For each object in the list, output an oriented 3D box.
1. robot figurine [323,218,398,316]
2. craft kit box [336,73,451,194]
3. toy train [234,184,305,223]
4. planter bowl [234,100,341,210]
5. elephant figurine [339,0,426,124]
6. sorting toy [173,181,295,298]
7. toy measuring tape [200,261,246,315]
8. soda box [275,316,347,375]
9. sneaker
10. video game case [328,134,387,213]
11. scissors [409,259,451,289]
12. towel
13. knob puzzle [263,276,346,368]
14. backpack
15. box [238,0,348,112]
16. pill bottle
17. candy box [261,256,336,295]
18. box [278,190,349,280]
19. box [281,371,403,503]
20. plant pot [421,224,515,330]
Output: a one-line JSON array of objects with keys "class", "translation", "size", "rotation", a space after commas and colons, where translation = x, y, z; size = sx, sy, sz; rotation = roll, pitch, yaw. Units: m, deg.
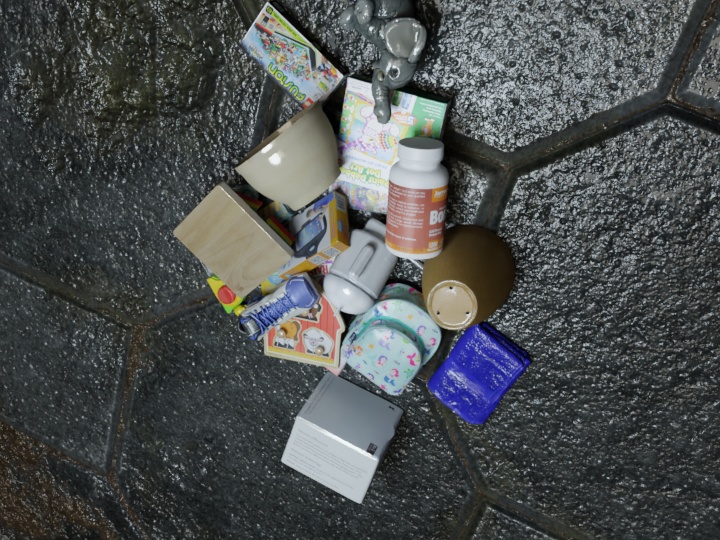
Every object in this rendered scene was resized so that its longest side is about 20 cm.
[{"class": "robot figurine", "translation": [0.000, 0.000, 1.563], "size": [0.112, 0.170, 0.202], "rotation": [28, 80, 9]}, {"class": "craft kit box", "translation": [0.054, -0.248, 1.492], "size": [0.196, 0.049, 0.201], "rotation": [17, 119, 13]}, {"class": "toy train", "translation": [-0.199, -0.137, 1.627], "size": [0.198, 0.085, 0.115], "rotation": [-26, 105, 30]}, {"class": "planter bowl", "translation": [-0.118, -0.201, 1.479], "size": [0.198, 0.201, 0.135], "rotation": [-31, 107, 28]}, {"class": "elephant figurine", "translation": [0.063, -0.394, 1.399], "size": [0.154, 0.141, 0.202], "rotation": [-32, 91, 43]}, {"class": "sorting toy", "translation": [-0.247, -0.071, 1.591], "size": [0.199, 0.070, 0.199], "rotation": [45, 134, -12]}, {"class": "toy measuring tape", "translation": [-0.301, 0.009, 1.732], "size": [0.073, 0.074, 0.203], "rotation": [-22, 103, 26]}, {"class": "soda box", "translation": [-0.105, 0.137, 1.717], "size": [0.198, 0.064, 0.069], "rotation": [34, 119, 3]}, {"class": "sneaker", "translation": [-0.178, 0.088, 1.591], "size": [0.197, 0.115, 0.081], "rotation": [-26, 104, 32]}, {"class": "video game case", "translation": [0.032, -0.186, 1.559], "size": [0.196, 0.018, 0.146], "rotation": [9, 115, 16]}, {"class": "scissors", "translation": [0.166, 0.021, 1.601], "size": [0.073, 0.014, 0.201], "rotation": [-33, 96, 29]}, {"class": "towel", "translation": [0.242, 0.216, 1.632], "size": [0.146, 0.050, 0.202], "rotation": [34, 119, 3]}, {"class": "knob puzzle", "translation": [-0.126, 0.105, 1.659], "size": [0.215, 0.030, 0.224], "rotation": [7, 112, 17]}, {"class": "backpack", "translation": [0.070, 0.136, 1.610], "size": [0.176, 0.151, 0.201], "rotation": [36, 112, -6]}, {"class": "box", "translation": [-0.129, -0.405, 1.516], "size": [0.200, 0.035, 0.110], "rotation": [43, 119, -1]}, {"class": "pill bottle", "translation": [0.104, -0.132, 1.435], "size": [0.110, 0.112, 0.204], "rotation": [10, 115, 16]}, {"class": "candy box", "translation": [-0.125, 0.000, 1.683], "size": [0.196, 0.026, 0.104], "rotation": [-3, 105, 21]}, {"class": "box", "translation": [-0.106, -0.063, 1.597], "size": [0.198, 0.121, 0.041], "rotation": [-27, 143, 33]}, {"class": "box", "translation": [-0.036, 0.355, 1.704], "size": [0.197, 0.199, 0.133], "rotation": [26, 117, 8]}, {"class": "plant pot", "translation": [0.189, 0.033, 1.481], "size": [0.182, 0.200, 0.190], "rotation": [5, 110, 15]}]
